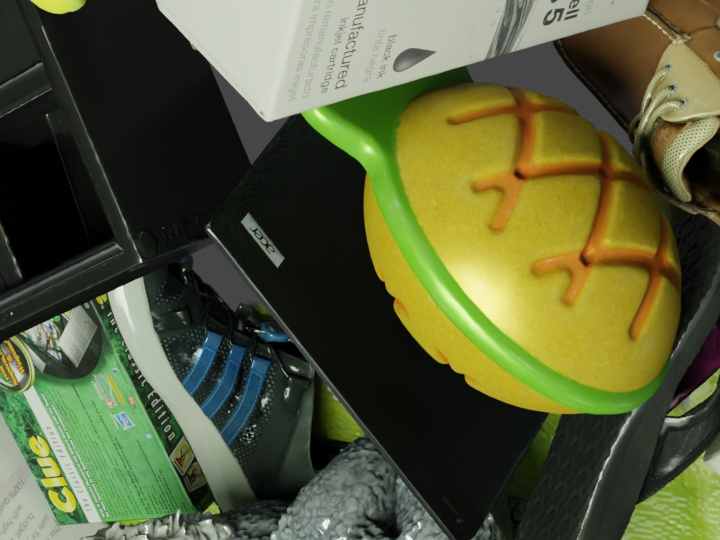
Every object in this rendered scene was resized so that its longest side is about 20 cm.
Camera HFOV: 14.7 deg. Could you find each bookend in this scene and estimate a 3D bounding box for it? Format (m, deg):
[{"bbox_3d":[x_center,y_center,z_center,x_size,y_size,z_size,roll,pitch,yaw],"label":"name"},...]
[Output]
[{"bbox_3d":[-0.170,-0.074,1.254,0.199,0.092,0.200,-23,89,39],"label":"bookend"}]

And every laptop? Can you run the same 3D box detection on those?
[{"bbox_3d":[0.000,0.000,1.197,0.103,0.200,0.177,-40,109,-7],"label":"laptop"}]

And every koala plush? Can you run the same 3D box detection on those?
[{"bbox_3d":[-0.021,0.147,1.295,0.200,0.184,0.178,-17,120,9],"label":"koala plush"}]

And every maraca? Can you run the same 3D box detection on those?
[{"bbox_3d":[0.051,-0.026,1.109,0.200,0.137,0.107,50,121,4],"label":"maraca"}]

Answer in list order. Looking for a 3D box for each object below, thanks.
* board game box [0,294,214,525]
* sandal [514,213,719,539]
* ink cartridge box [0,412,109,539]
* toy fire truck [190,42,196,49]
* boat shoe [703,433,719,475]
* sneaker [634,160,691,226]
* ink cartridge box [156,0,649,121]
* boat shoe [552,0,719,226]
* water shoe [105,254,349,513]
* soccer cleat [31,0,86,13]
[{"bbox_3d":[-0.153,0.037,1.384,0.105,0.023,0.200,-8,115,38],"label":"board game box"},{"bbox_3d":[0.119,0.067,1.181,0.048,0.075,0.201,19,103,-22],"label":"sandal"},{"bbox_3d":[-0.224,0.144,1.433,0.086,0.148,0.200,-19,116,43],"label":"ink cartridge box"},{"bbox_3d":[-0.041,-0.206,1.132,0.176,0.129,0.200,-1,136,22],"label":"toy fire truck"},{"bbox_3d":[0.237,0.048,1.226,0.072,0.070,0.201,44,126,-8],"label":"boat shoe"},{"bbox_3d":[0.167,-0.011,1.199,0.200,0.089,0.077,-18,116,32],"label":"sneaker"},{"bbox_3d":[0.035,-0.157,1.067,0.084,0.200,0.146,47,138,31],"label":"ink cartridge box"},{"bbox_3d":[0.148,-0.060,1.134,0.200,0.074,0.076,38,131,35],"label":"boat shoe"},{"bbox_3d":[-0.059,0.042,1.358,0.079,0.072,0.200,-22,120,9],"label":"water shoe"},{"bbox_3d":[-0.165,-0.184,1.134,0.084,0.200,0.065,-22,162,-3],"label":"soccer cleat"}]
